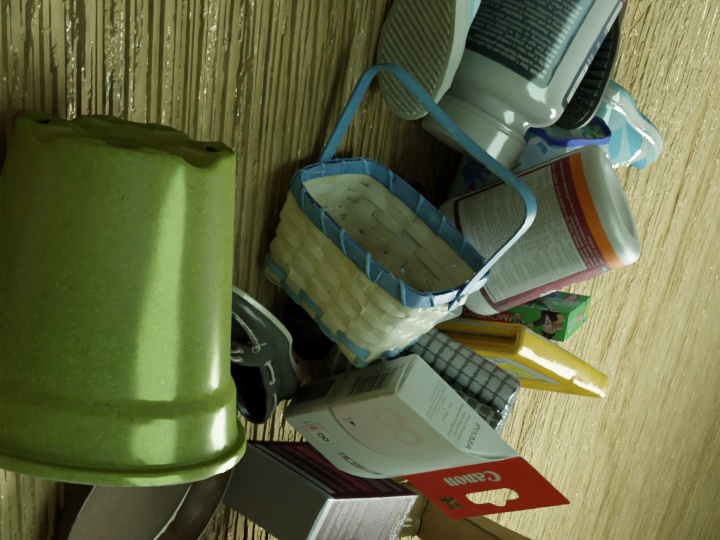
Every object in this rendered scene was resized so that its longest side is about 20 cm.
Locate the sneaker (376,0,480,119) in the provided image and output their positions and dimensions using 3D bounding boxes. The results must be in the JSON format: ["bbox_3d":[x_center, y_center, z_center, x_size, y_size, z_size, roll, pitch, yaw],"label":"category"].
[{"bbox_3d":[0.074,-0.217,1.122,0.082,0.074,0.201,-20,135,-49],"label":"sneaker"}]

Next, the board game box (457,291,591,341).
[{"bbox_3d":[0.153,0.036,1.402,0.200,0.134,0.029,-12,112,-74],"label":"board game box"}]

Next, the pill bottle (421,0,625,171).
[{"bbox_3d":[0.138,-0.192,1.211,0.200,0.119,0.120,-61,154,1],"label":"pill bottle"}]

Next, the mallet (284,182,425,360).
[{"bbox_3d":[0.000,0.000,1.258,0.200,0.041,0.066,-47,152,-34],"label":"mallet"}]

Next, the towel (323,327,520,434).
[{"bbox_3d":[0.049,0.119,1.273,0.086,0.165,0.200,-58,170,-22],"label":"towel"}]

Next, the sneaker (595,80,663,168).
[{"bbox_3d":[0.261,-0.126,1.550,0.200,0.079,0.131,32,86,-55],"label":"sneaker"}]

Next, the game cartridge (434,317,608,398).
[{"bbox_3d":[0.124,0.084,1.368,0.200,0.176,0.033,31,69,-52],"label":"game cartridge"}]

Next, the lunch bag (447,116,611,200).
[{"bbox_3d":[0.168,-0.074,1.374,0.200,0.127,0.171,-10,124,-57],"label":"lunch bag"}]

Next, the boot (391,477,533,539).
[{"bbox_3d":[0.096,0.299,1.541,0.175,0.200,0.066,-24,137,-51],"label":"boot"}]

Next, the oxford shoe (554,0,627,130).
[{"bbox_3d":[0.216,-0.221,1.295,0.084,0.072,0.201,28,72,-61],"label":"oxford shoe"}]

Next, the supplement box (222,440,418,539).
[{"bbox_3d":[-0.038,0.211,1.317,0.200,0.109,0.061,15,102,-63],"label":"supplement box"}]

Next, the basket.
[{"bbox_3d":[0.025,-0.040,1.109,0.139,0.176,0.200,-22,154,-50],"label":"basket"}]

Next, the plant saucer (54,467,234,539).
[{"bbox_3d":[-0.176,0.185,1.126,0.200,0.034,0.201,-42,149,-32],"label":"plant saucer"}]

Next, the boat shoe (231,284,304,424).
[{"bbox_3d":[-0.091,0.071,1.127,0.057,0.067,0.200,-57,158,-17],"label":"boat shoe"}]

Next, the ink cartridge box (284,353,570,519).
[{"bbox_3d":[0.054,0.160,1.182,0.200,0.162,0.057,48,54,-17],"label":"ink cartridge box"}]

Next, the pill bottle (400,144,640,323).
[{"bbox_3d":[0.133,-0.026,1.222,0.199,0.110,0.110,-21,162,19],"label":"pill bottle"}]

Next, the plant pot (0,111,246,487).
[{"bbox_3d":[-0.153,0.006,0.839,0.200,0.200,0.185,-10,114,-58],"label":"plant pot"}]
